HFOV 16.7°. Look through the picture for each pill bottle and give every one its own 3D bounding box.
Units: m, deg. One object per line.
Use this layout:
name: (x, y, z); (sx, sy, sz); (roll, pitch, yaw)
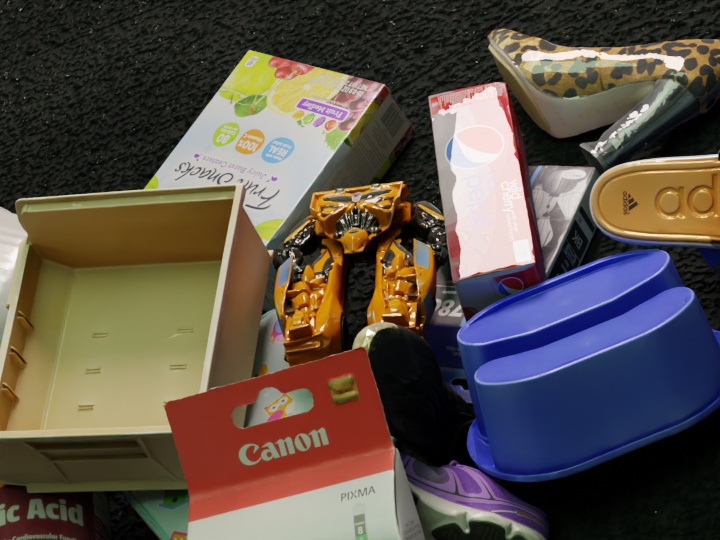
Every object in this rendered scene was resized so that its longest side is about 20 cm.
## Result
pill bottle: (-0.241, 0.205, 1.828); (0.114, 0.114, 0.201); (-25, 42, 13)

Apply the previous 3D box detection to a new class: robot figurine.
robot figurine: (0.000, 0.000, 1.808); (0.144, 0.059, 0.201); (-8, 35, 8)

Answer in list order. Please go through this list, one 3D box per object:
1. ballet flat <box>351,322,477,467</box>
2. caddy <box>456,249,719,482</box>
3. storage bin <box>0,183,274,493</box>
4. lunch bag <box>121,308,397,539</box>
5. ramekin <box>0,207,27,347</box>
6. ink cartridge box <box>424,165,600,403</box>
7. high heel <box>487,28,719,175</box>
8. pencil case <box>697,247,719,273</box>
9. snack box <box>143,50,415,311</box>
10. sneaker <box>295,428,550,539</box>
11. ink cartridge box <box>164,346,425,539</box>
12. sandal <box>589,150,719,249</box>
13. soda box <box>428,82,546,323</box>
ballet flat: (0.030, 0.090, 1.686); (0.056, 0.200, 0.067); (17, 72, 28)
caddy: (0.161, 0.074, 1.677); (0.199, 0.106, 0.142); (-22, 26, 1)
storage bin: (-0.177, 0.051, 1.778); (0.197, 0.094, 0.201); (-3, 59, 18)
lunch bag: (-0.076, 0.129, 1.813); (0.200, 0.077, 0.160); (-43, 39, -8)
ramekin: (-0.277, 0.049, 1.945); (0.094, 0.203, 0.203); (5, 55, 25)
ink cartridge box: (0.106, 0.008, 1.828); (0.099, 0.039, 0.201); (3, 55, 36)
high heel: (0.194, -0.164, 1.906); (0.142, 0.072, 0.200); (-37, 46, -6)
pencil case: (0.324, -0.052, 1.702); (0.199, 0.087, 0.078); (-15, 5, 23)
snack box: (-0.078, -0.075, 2.012); (0.168, 0.068, 0.201); (17, 65, 43)
sneaker: (0.036, 0.159, 1.661); (0.084, 0.199, 0.081); (-66, 1, -64)
ink cartridge box: (-0.044, 0.168, 1.606); (0.160, 0.201, 0.050); (-16, 2, 22)
sandal: (0.248, -0.046, 1.659); (0.205, 0.059, 0.080); (-5, 88, 23)
soda box: (0.095, -0.046, 1.800); (0.063, 0.070, 0.201); (-13, 45, 8)
